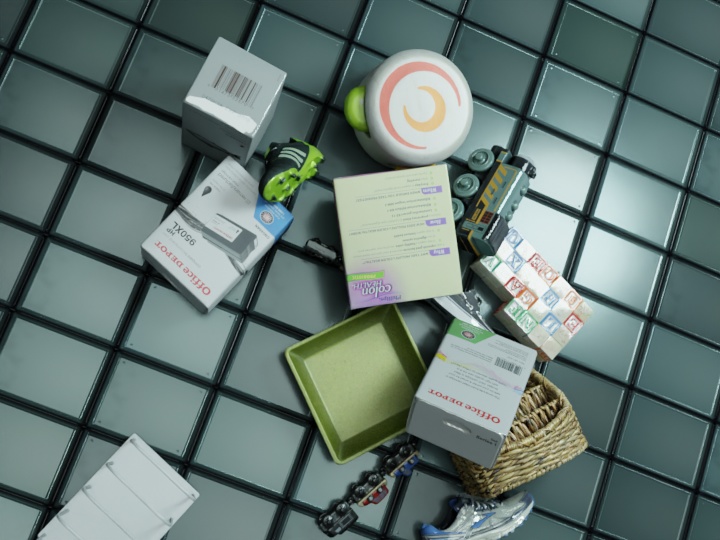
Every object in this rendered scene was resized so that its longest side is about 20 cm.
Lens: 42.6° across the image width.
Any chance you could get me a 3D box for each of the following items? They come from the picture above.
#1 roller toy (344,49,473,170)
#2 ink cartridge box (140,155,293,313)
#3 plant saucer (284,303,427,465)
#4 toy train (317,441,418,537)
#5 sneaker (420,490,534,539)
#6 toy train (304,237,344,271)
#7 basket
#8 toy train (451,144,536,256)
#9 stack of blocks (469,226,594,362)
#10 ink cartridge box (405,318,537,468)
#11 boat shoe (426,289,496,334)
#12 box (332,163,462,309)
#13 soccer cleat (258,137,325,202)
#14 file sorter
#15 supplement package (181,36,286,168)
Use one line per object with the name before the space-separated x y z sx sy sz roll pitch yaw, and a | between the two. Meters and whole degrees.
roller toy | 0.083 -0.258 1.513 0.200 0.140 0.183 42 82 -11
ink cartridge box | -0.224 -0.054 1.445 0.145 0.084 0.200 43 76 -2
plant saucer | 0.004 0.176 1.474 0.199 0.048 0.201 -25 86 -14
toy train | 0.019 0.344 1.450 0.200 0.034 0.046 -40 98 -13
sneaker | 0.184 0.392 1.463 0.199 0.077 0.086 -26 83 -15
toy train | 0.000 0.000 1.503 0.199 0.046 0.034 27 92 -4
basket | 0.238 0.251 1.460 0.199 0.143 0.150 -22 87 -14
toy train | 0.210 -0.115 1.525 0.113 0.085 0.201 22 72 32
stack of blocks | 0.277 0.041 1.545 0.115 0.059 0.200 -44 91 -14
ink cartridge box | 0.171 0.184 1.410 0.144 0.084 0.200 22 40 11
boat shoe | 0.164 0.052 1.520 0.200 0.070 0.066 42 77 5
box | 0.055 -0.054 1.431 0.174 0.097 0.202 -8 93 -2
soccer cleat | -0.124 -0.160 1.449 0.081 0.200 0.068 32 117 7
file sorter | -0.350 0.357 1.333 0.139 0.125 0.200 43 76 -2
supplement package | -0.199 -0.247 1.422 0.116 0.200 0.118 27 77 -6
